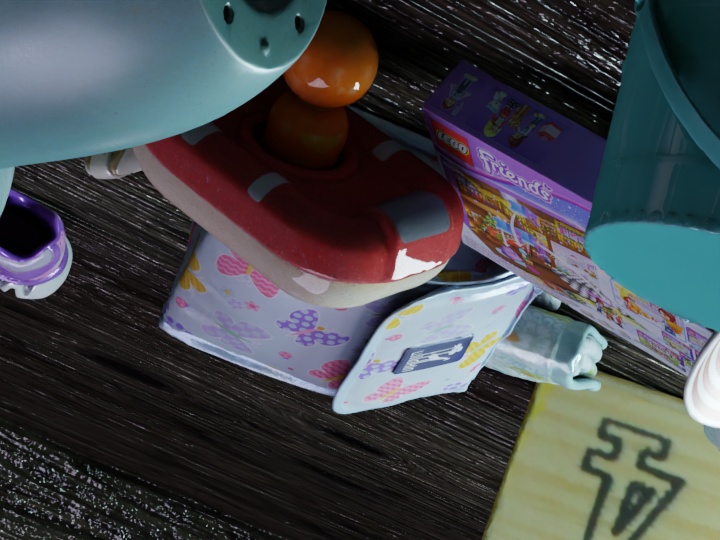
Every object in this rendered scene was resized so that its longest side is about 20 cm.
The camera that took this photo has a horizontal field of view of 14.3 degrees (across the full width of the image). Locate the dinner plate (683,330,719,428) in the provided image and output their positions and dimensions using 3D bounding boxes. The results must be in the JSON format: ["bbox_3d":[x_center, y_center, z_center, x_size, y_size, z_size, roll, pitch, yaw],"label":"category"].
[{"bbox_3d":[0.249,0.016,1.451,0.024,0.200,0.200,63,-170,27],"label":"dinner plate"}]

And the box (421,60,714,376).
[{"bbox_3d":[0.130,-0.019,1.523,0.200,0.039,0.137,32,160,27],"label":"box"}]

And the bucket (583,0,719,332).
[{"bbox_3d":[0.201,-0.046,1.252,0.207,0.135,0.207,19,168,4],"label":"bucket"}]

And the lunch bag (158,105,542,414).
[{"bbox_3d":[0.000,0.000,1.718,0.200,0.127,0.170,21,149,-9],"label":"lunch bag"}]

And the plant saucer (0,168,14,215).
[{"bbox_3d":[-0.239,-0.114,1.664,0.039,0.201,0.201,-21,-177,-21],"label":"plant saucer"}]

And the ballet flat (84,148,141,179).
[{"bbox_3d":[-0.166,-0.096,1.764,0.200,0.071,0.067,29,165,-38],"label":"ballet flat"}]

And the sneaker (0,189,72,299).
[{"bbox_3d":[-0.316,-0.042,2.249,0.200,0.081,0.088,17,162,-12],"label":"sneaker"}]

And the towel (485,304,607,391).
[{"bbox_3d":[0.081,0.040,1.972,0.171,0.048,0.200,17,177,11],"label":"towel"}]

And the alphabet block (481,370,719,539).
[{"bbox_3d":[0.203,0.200,2.201,0.200,0.197,0.195,18,166,7],"label":"alphabet block"}]

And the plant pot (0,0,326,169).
[{"bbox_3d":[-0.108,-0.142,1.204,0.161,0.201,0.201,-1,160,28],"label":"plant pot"}]

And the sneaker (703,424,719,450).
[{"bbox_3d":[0.299,0.082,1.673,0.200,0.074,0.118,15,129,5],"label":"sneaker"}]

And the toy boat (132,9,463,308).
[{"bbox_3d":[-0.029,-0.080,1.528,0.200,0.131,0.130,37,-146,27],"label":"toy boat"}]

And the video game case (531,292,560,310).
[{"bbox_3d":[0.042,-0.031,1.839,0.181,0.023,0.200,18,168,9],"label":"video game case"}]
